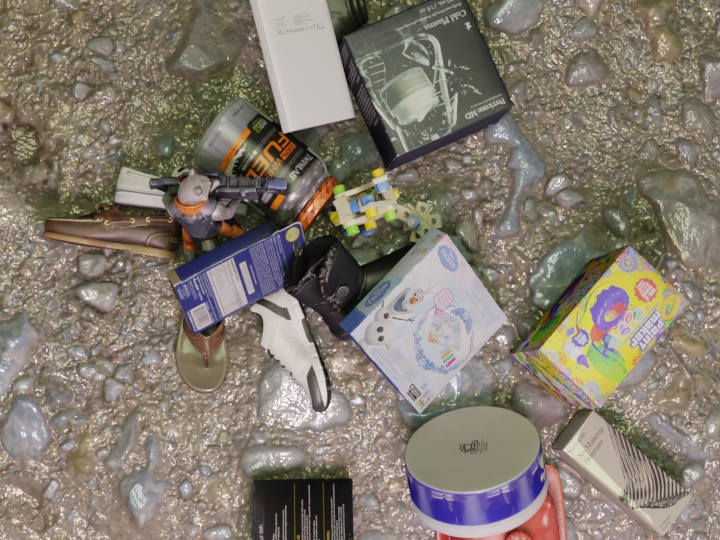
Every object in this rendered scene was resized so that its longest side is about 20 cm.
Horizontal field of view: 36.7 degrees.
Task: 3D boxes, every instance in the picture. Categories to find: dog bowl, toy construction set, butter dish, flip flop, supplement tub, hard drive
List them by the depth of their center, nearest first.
[{"bbox_3d":[0.163,0.282,1.543,0.198,0.200,0.080,-15,117,-6],"label":"dog bowl"},{"bbox_3d":[0.215,0.390,1.567,0.198,0.148,0.202,-4,84,-5],"label":"butter dish"},{"bbox_3d":[-0.084,-0.312,1.593,0.131,0.026,0.202,-19,98,-41],"label":"hard drive"},{"bbox_3d":[0.031,-0.092,1.594,0.130,0.199,0.093,-24,67,27],"label":"toy construction set"},{"bbox_3d":[-0.228,0.079,1.602,0.080,0.058,0.202,8,83,-4],"label":"flip flop"},{"bbox_3d":[-0.135,-0.151,1.602,0.199,0.123,0.123,36,82,-1],"label":"supplement tub"}]

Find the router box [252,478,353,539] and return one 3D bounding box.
[{"bbox_3d":[-0.082,0.402,1.557,0.147,0.051,0.202,1,65,-5],"label":"router box"}]

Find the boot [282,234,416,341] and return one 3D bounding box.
[{"bbox_3d":[0.000,0.000,1.568,0.199,0.168,0.077,-38,49,3],"label":"boot"}]

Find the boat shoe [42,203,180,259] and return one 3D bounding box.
[{"bbox_3d":[-0.364,-0.063,1.599,0.198,0.070,0.071,8,91,-13],"label":"boat shoe"}]

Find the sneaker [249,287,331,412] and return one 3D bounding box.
[{"bbox_3d":[-0.101,0.120,1.609,0.079,0.074,0.202,-22,78,-3],"label":"sneaker"}]

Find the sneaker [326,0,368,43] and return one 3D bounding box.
[{"bbox_3d":[-0.055,-0.447,1.670,0.098,0.071,0.202,-25,93,-9],"label":"sneaker"}]

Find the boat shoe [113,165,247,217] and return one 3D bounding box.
[{"bbox_3d":[-0.265,-0.121,1.617,0.198,0.071,0.071,7,84,1],"label":"boat shoe"}]

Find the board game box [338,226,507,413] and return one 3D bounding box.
[{"bbox_3d":[0.096,0.075,1.589,0.199,0.043,0.200,-45,125,-8],"label":"board game box"}]

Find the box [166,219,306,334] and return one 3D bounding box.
[{"bbox_3d":[-0.168,0.003,1.544,0.199,0.122,0.032,-27,54,-13],"label":"box"}]

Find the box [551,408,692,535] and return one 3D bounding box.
[{"bbox_3d":[0.392,0.302,1.632,0.199,0.068,0.082,39,82,-1],"label":"box"}]

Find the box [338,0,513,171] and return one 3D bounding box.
[{"bbox_3d":[0.094,-0.286,1.639,0.198,0.124,0.198,-24,89,-7],"label":"box"}]

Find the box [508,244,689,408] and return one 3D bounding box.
[{"bbox_3d":[0.344,0.086,1.587,0.122,0.193,0.200,43,82,0],"label":"box"}]

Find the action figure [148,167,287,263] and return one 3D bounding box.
[{"bbox_3d":[-0.195,-0.072,1.523,0.198,0.194,0.106,-3,57,13],"label":"action figure"}]
